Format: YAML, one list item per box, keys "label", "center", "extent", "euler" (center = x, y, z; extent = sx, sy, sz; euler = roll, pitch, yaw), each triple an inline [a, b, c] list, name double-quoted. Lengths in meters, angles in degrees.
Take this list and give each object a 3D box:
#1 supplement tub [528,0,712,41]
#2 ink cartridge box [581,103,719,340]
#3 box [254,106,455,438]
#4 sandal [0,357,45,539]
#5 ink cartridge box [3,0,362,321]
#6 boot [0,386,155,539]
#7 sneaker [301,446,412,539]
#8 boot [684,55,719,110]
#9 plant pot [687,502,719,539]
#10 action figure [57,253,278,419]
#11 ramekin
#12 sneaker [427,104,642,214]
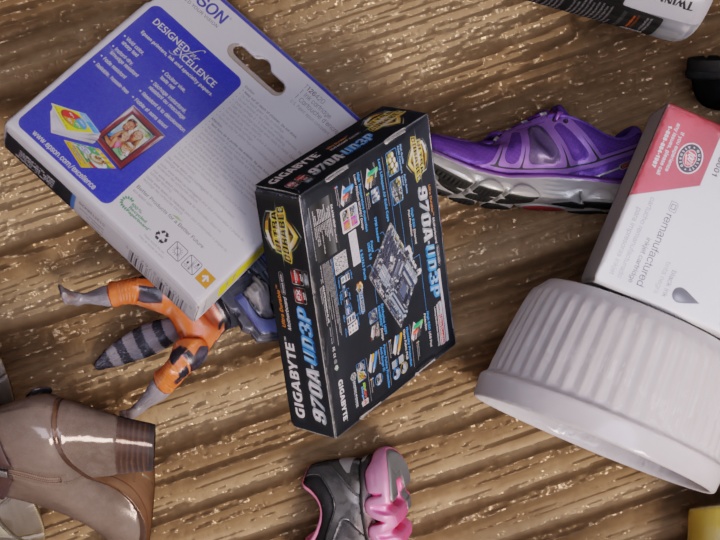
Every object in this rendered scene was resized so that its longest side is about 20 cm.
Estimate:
- label: "supplement tub"
  center: [0.169, -0.255, 1.395]
  extent: [0.199, 0.123, 0.123]
  euler: [14, 95, -9]
- label: "ink cartridge box"
  center: [0.287, -0.018, 1.380]
  extent: [0.199, 0.084, 0.145]
  euler: [23, 89, 0]
- label: "box"
  center: [0.000, 0.000, 1.371]
  extent: [0.159, 0.046, 0.201]
  euler: [-36, 127, -43]
- label: "sandal"
  center: [-0.295, 0.138, 1.426]
  extent: [0.080, 0.054, 0.201]
  euler: [-17, 113, -9]
- label: "ink cartridge box"
  center: [-0.127, -0.097, 1.380]
  extent: [0.197, 0.047, 0.200]
  euler: [42, 63, 7]
- label: "boot"
  center: [-0.228, 0.158, 1.387]
  extent: [0.145, 0.071, 0.201]
  euler: [3, 138, -5]
- label: "sneaker"
  center: [-0.006, 0.239, 1.469]
  extent: [0.095, 0.079, 0.202]
  euler: [-2, 95, 13]
- label: "boot"
  center: [0.346, -0.083, 1.458]
  extent: [0.210, 0.079, 0.159]
  euler: [10, 96, -8]
- label: "plant pot"
  center: [0.337, 0.272, 1.454]
  extent: [0.199, 0.201, 0.190]
  euler: [-8, 82, -6]
- label: "action figure"
  center: [-0.132, 0.002, 1.423]
  extent: [0.193, 0.105, 0.201]
  euler: [-27, 74, -10]
- label: "ramekin"
  center: [0.196, 0.084, 1.406]
  extent: [0.199, 0.200, 0.106]
  euler: [23, 85, -9]
- label: "sneaker"
  center: [0.131, -0.091, 1.446]
  extent: [0.199, 0.081, 0.084]
  euler: [4, 82, -17]
